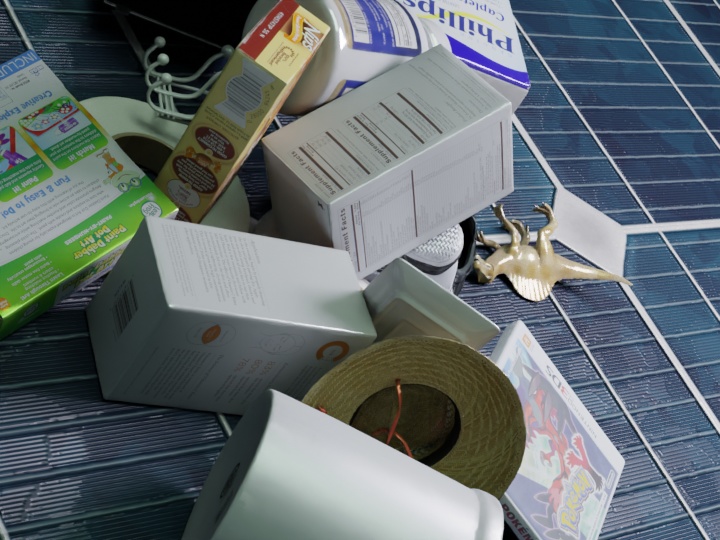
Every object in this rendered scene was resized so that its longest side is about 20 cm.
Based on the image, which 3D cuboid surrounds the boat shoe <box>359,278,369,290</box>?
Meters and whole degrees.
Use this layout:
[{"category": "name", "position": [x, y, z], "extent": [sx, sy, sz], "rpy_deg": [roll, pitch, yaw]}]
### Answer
[{"category": "boat shoe", "position": [0.036, 0.069, 1.595], "extent": [0.200, 0.071, 0.069], "rpy_deg": [48, 35, -5]}]

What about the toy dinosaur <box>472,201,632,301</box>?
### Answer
[{"category": "toy dinosaur", "position": [0.185, -0.014, 1.836], "extent": [0.198, 0.058, 0.102], "rpy_deg": [3, 64, -30]}]

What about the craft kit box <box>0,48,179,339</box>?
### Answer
[{"category": "craft kit box", "position": [-0.286, -0.067, 1.437], "extent": [0.198, 0.049, 0.200], "rpy_deg": [45, 51, 12]}]

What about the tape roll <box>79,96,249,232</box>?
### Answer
[{"category": "tape roll", "position": [-0.194, -0.072, 1.566], "extent": [0.202, 0.037, 0.204], "rpy_deg": [24, 40, -21]}]

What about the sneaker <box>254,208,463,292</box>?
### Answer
[{"category": "sneaker", "position": [0.000, 0.000, 1.630], "extent": [0.198, 0.116, 0.075], "rpy_deg": [4, 43, 12]}]

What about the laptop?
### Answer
[{"category": "laptop", "position": [-0.149, -0.286, 1.715], "extent": [0.186, 0.116, 0.200], "rpy_deg": [20, 23, -22]}]

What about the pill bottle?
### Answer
[{"category": "pill bottle", "position": [-0.006, -0.200, 1.627], "extent": [0.199, 0.120, 0.120], "rpy_deg": [-1, 51, -52]}]

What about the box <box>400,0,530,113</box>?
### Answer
[{"category": "box", "position": [0.078, -0.262, 1.944], "extent": [0.183, 0.105, 0.201], "rpy_deg": [18, 42, -26]}]

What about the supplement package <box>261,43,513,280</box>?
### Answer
[{"category": "supplement package", "position": [0.026, -0.094, 1.555], "extent": [0.199, 0.114, 0.110], "rpy_deg": [-29, 50, -21]}]

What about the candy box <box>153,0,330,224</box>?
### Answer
[{"category": "candy box", "position": [-0.110, -0.128, 1.497], "extent": [0.055, 0.200, 0.116], "rpy_deg": [35, 36, -3]}]

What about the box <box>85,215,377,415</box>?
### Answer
[{"category": "box", "position": [-0.108, 0.044, 1.444], "extent": [0.199, 0.125, 0.098], "rpy_deg": [10, 45, -34]}]

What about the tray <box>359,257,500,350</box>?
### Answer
[{"category": "tray", "position": [0.031, 0.065, 1.493], "extent": [0.107, 0.200, 0.022], "rpy_deg": [34, 56, -7]}]

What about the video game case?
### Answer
[{"category": "video game case", "position": [0.166, 0.167, 1.597], "extent": [0.183, 0.023, 0.200], "rpy_deg": [52, 35, -13]}]

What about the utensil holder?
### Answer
[{"category": "utensil holder", "position": [-0.018, 0.204, 1.323], "extent": [0.199, 0.170, 0.171], "rpy_deg": [29, 37, -10]}]

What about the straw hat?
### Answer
[{"category": "straw hat", "position": [0.034, 0.123, 1.458], "extent": [0.200, 0.202, 0.085], "rpy_deg": [28, 17, -15]}]

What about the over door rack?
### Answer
[{"category": "over door rack", "position": [-0.109, -0.158, 1.662], "extent": [0.199, 0.067, 0.148], "rpy_deg": [25, 16, -17]}]

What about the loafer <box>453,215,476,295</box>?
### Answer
[{"category": "loafer", "position": [0.091, -0.039, 1.750], "extent": [0.068, 0.070, 0.201], "rpy_deg": [30, 37, -13]}]
